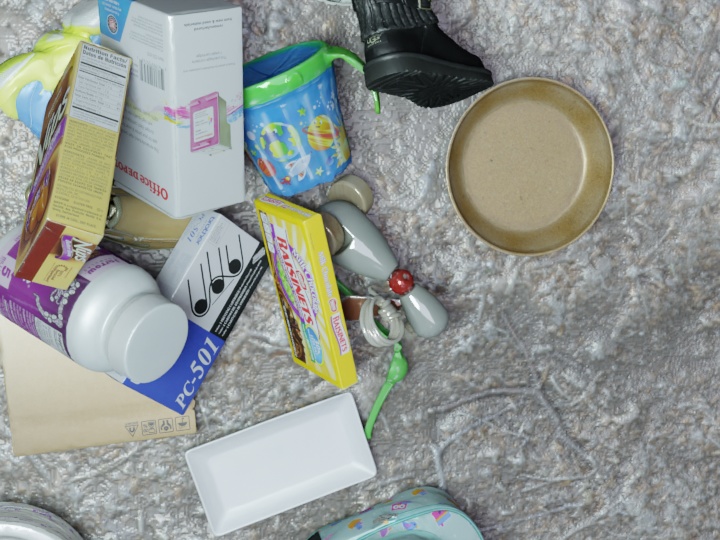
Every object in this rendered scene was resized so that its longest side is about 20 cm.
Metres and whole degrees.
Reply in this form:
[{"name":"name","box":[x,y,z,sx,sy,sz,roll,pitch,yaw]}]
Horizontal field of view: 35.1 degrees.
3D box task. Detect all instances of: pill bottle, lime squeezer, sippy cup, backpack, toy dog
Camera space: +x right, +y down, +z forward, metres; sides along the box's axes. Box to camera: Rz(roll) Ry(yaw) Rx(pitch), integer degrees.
[{"name":"pill bottle","box":[-0.268,0.032,1.121,0.199,0.112,0.113,25,93,30]},{"name":"lime squeezer","box":[0.015,0.089,1.290,0.070,0.038,0.201,-9,102,22]},{"name":"sippy cup","box":[-0.074,-0.154,1.191,0.140,0.177,0.131,-43,119,-39]},{"name":"backpack","box":[0.053,0.345,1.270,0.199,0.153,0.177,-25,96,-14]},{"name":"toy dog","box":[0.000,0.000,1.237,0.131,0.096,0.201,-19,80,-40]}]

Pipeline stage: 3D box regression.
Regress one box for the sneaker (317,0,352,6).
[{"name":"sneaker","box":[-0.063,-0.351,1.185,0.200,0.082,0.078,39,88,-15]}]

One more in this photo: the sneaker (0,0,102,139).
[{"name":"sneaker","box":[-0.281,-0.212,1.176,0.200,0.076,0.105,-35,119,-2]}]

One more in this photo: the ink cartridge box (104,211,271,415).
[{"name":"ink cartridge box","box":[-0.178,0.043,1.200,0.094,0.044,0.201,37,79,-44]}]

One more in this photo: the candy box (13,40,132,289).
[{"name":"candy box","box":[-0.268,-0.098,1.060,0.056,0.117,0.201,18,56,-24]}]

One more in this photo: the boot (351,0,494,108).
[{"name":"boot","box":[0.063,-0.264,1.195,0.079,0.211,0.159,-17,79,31]}]

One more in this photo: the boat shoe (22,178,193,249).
[{"name":"boat shoe","box":[-0.252,-0.059,1.190,0.199,0.076,0.072,6,95,-13]}]

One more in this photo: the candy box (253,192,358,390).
[{"name":"candy box","box":[-0.057,0.022,1.201,0.026,0.102,0.201,-28,119,-29]}]

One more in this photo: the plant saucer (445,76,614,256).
[{"name":"plant saucer","box":[0.189,-0.117,1.289,0.199,0.035,0.202,-1,97,-11]}]

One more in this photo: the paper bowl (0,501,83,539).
[{"name":"paper bowl","box":[-0.378,0.347,1.206,0.199,0.104,0.202,-2,99,-11]}]

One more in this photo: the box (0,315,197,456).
[{"name":"box","box":[-0.284,0.110,1.235,0.199,0.021,0.165,-6,99,-10]}]

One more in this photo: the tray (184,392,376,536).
[{"name":"tray","box":[-0.089,0.217,1.287,0.199,0.022,0.108,-19,100,-8]}]

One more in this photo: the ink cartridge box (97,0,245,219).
[{"name":"ink cartridge box","box":[-0.186,-0.170,1.122,0.084,0.144,0.201,-16,121,-36]}]
